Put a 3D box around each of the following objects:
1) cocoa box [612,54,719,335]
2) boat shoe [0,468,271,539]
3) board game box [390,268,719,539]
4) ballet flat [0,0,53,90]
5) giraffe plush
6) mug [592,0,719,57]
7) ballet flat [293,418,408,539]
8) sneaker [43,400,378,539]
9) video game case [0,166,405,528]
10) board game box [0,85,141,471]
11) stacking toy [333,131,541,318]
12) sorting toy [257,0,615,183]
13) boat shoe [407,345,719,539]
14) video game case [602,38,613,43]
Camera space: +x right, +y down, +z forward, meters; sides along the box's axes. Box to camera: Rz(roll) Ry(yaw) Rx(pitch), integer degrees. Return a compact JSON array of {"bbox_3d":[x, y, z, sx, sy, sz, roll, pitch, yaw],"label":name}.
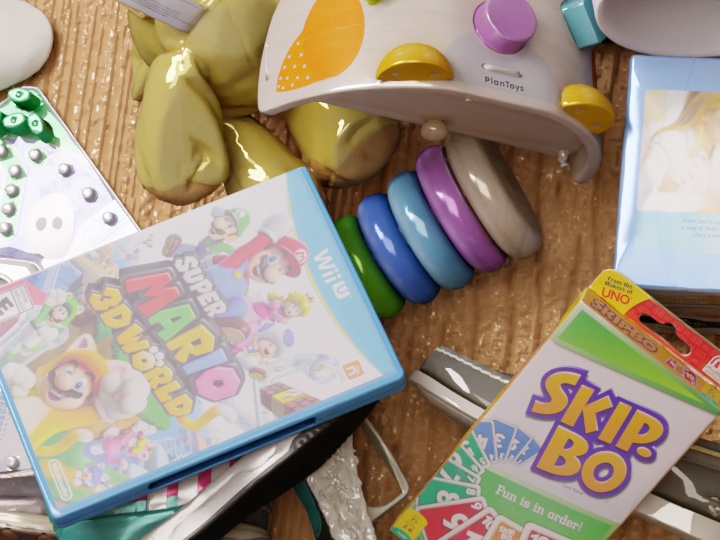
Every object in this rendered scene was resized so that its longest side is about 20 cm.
[{"bbox_3d":[0.244,-0.037,1.532,0.200,0.131,0.133,3,80,11],"label":"cocoa box"},{"bbox_3d":[-0.147,0.130,1.613,0.200,0.075,0.073,7,68,1],"label":"boat shoe"},{"bbox_3d":[0.110,0.098,1.512,0.096,0.030,0.200,37,115,-1],"label":"board game box"},{"bbox_3d":[-0.287,-0.139,1.690,0.200,0.069,0.069,2,80,11],"label":"ballet flat"},{"bbox_3d":[-0.080,-0.130,1.610,0.173,0.162,0.200,-45,114,3],"label":"giraffe plush"},{"bbox_3d":[0.160,-0.223,1.495,0.200,0.148,0.175,-1,67,-16],"label":"mug"},{"bbox_3d":[0.002,0.145,1.579,0.072,0.072,0.200,-21,77,6],"label":"ballet flat"},{"bbox_3d":[-0.095,0.083,1.543,0.200,0.084,0.121,-37,76,-2],"label":"sneaker"},{"bbox_3d":[-0.094,0.039,1.511,0.200,0.018,0.143,-22,62,-8],"label":"video game case"},{"bbox_3d":[-0.221,0.021,1.666,0.200,0.026,0.200,-37,75,3],"label":"board game box"},{"bbox_3d":[0.000,0.000,1.608,0.200,0.085,0.085,-30,75,11],"label":"stacking toy"},{"bbox_3d":[0.059,-0.161,1.523,0.200,0.107,0.180,11,70,-24],"label":"sorting toy"},{"bbox_3d":[0.125,0.088,1.564,0.202,0.072,0.060,26,85,8],"label":"boat shoe"},{"bbox_3d":[0.186,-0.225,1.635,0.200,0.026,0.181,-4,79,10],"label":"video game case"}]
